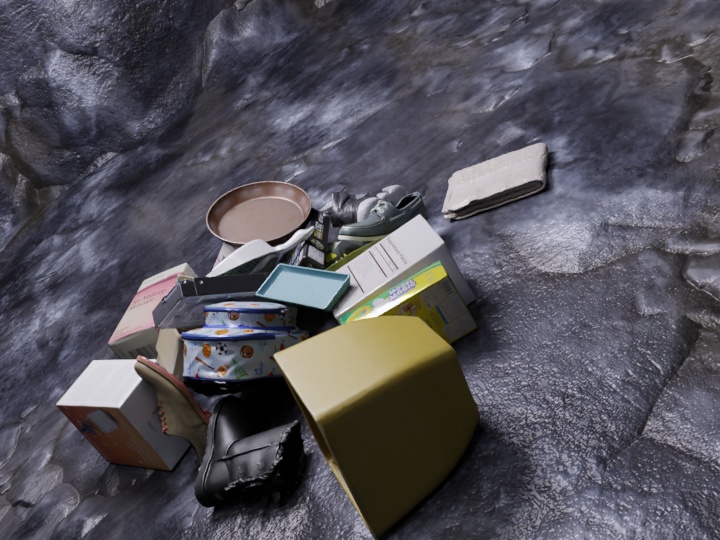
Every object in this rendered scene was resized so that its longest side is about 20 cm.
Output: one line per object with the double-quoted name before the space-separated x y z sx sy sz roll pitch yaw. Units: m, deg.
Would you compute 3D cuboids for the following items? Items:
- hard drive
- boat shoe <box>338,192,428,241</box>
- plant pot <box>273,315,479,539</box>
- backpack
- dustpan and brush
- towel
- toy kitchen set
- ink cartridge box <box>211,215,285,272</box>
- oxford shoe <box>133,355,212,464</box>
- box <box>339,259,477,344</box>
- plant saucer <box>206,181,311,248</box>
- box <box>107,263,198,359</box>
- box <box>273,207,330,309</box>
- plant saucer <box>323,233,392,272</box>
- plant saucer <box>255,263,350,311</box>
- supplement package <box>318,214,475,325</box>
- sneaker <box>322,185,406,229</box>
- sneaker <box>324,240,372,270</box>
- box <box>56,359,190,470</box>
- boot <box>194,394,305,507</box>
"hard drive" -0.237 0.052 1.513 0.197 0.038 0.140 -3 -24 -35
"boat shoe" 0.037 -0.090 1.511 0.198 0.063 0.072 -15 16 -41
"plant pot" 0.035 0.172 1.144 0.198 0.198 0.194 -28 26 -10
"backpack" -0.187 0.125 1.425 0.198 0.157 0.189 -9 0 39
"dustpan and brush" -0.167 -0.023 1.553 0.200 0.057 0.140 -44 -12 -3
"towel" 0.240 -0.161 1.599 0.197 0.035 0.134 -19 32 27
"toy kitchen set" -0.264 0.140 1.631 0.163 0.178 0.203 36 111 64
"ink cartridge box" -0.211 -0.030 1.717 0.116 0.068 0.200 -33 -9 -30
"oxford shoe" -0.292 0.219 1.405 0.075 0.200 0.070 -45 4 -15
"box" 0.060 0.085 1.315 0.198 0.118 0.049 -31 34 5
"plant saucer" -0.187 -0.098 1.665 0.196 0.035 0.202 -4 39 3
"box" -0.393 0.101 1.787 0.126 0.110 0.201 -20 31 25
"box" -0.116 -0.002 1.630 0.162 0.049 0.201 -55 16 24
"plant saucer" 0.000 0.000 1.514 0.198 0.031 0.200 -28 -10 -5
"plant saucer" -0.090 0.027 1.413 0.198 0.019 0.070 7 54 52
"supplement package" 0.055 0.032 1.397 0.198 0.122 0.120 -33 30 0
"sneaker" 0.008 -0.118 1.654 0.112 0.077 0.199 7 15 25
"sneaker" -0.031 -0.011 1.612 0.199 0.074 0.085 -25 33 58
"box" -0.388 0.241 1.513 0.198 0.153 0.107 -7 37 43
"boot" -0.155 0.257 1.326 0.160 0.074 0.200 -21 37 28
